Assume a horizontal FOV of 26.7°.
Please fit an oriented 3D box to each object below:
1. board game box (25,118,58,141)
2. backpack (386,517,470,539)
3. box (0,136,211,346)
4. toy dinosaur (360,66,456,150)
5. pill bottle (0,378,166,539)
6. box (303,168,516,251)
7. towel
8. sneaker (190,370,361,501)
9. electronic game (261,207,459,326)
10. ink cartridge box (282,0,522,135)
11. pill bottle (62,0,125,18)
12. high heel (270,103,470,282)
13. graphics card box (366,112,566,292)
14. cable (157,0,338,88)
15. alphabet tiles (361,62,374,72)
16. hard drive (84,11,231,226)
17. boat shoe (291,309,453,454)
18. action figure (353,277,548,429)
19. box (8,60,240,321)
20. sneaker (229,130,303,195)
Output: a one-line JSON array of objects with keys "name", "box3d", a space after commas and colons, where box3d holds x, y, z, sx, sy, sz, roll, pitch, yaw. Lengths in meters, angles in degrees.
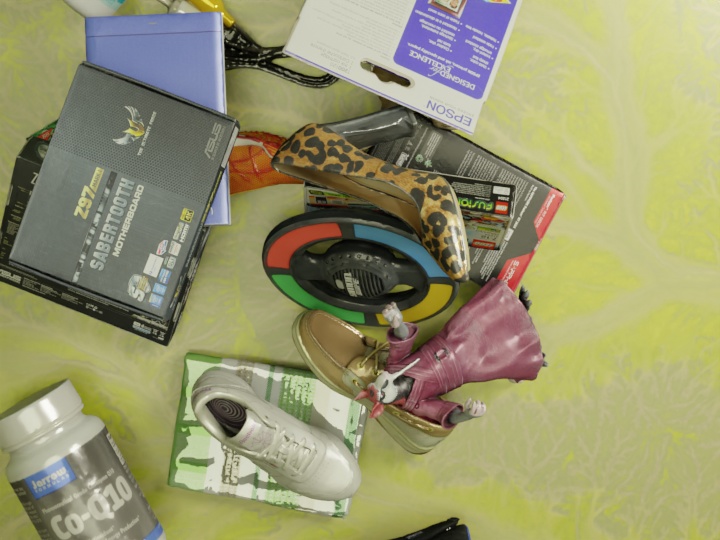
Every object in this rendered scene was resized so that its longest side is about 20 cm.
[{"name": "board game box", "box3d": [-0.238, -0.128, 1.512, 0.199, 0.023, 0.106, -26, 88, 26]}, {"name": "backpack", "box3d": [0.033, 0.372, 1.554, 0.198, 0.163, 0.169, -12, 102, 2]}, {"name": "box", "box3d": [-0.261, -0.027, 1.522, 0.198, 0.044, 0.161, 21, 126, -2]}, {"name": "toy dinosaur", "box3d": [0.053, -0.171, 1.492, 0.100, 0.058, 0.201, 23, 68, 7]}, {"name": "pill bottle", "box3d": [-0.293, 0.221, 1.560, 0.113, 0.114, 0.201, -28, 98, 5]}, {"name": "box", "box3d": [0.045, -0.064, 1.461, 0.198, 0.110, 0.035, 8, 74, 2]}, {"name": "towel", "box3d": [-0.097, 0.171, 1.596, 0.198, 0.031, 0.151, 10, 96, 2]}, {"name": "sneaker", "box3d": [-0.091, 0.178, 1.532, 0.199, 0.100, 0.075, 31, 95, -2]}, {"name": "electronic game", "box3d": [0.000, 0.000, 1.497, 0.198, 0.201, 0.042, 11, 60, -1]}, {"name": "ink cartridge box", "box3d": [0.042, -0.234, 1.452, 0.197, 0.043, 0.201, 24, 60, -3]}, {"name": "pill bottle", "box3d": [-0.228, -0.347, 1.473, 0.111, 0.111, 0.200, 42, 97, -5]}, {"name": "high heel", "box3d": [0.009, -0.055, 1.359, 0.141, 0.072, 0.201, -17, 59, -12]}, {"name": "graphics card box", "box3d": [0.092, -0.072, 1.540, 0.199, 0.051, 0.126, 27, 99, -4]}, {"name": "cable", "box3d": [-0.119, -0.217, 1.521, 0.199, 0.050, 0.098, 25, 99, -2]}, {"name": "alphabet tiles", "box3d": [0.055, -0.290, 1.526, 0.200, 0.015, 0.196, 42, 97, -5]}, {"name": "hard drive", "box3d": [-0.193, -0.142, 1.446, 0.130, 0.025, 0.202, -2, 90, 0]}, {"name": "boat shoe", "box3d": [0.019, 0.104, 1.549, 0.200, 0.074, 0.066, 40, 139, -13]}, {"name": "action figure", "box3d": [0.080, 0.085, 1.501, 0.199, 0.149, 0.135, -25, 86, -10]}, {"name": "box", "box3d": [-0.218, -0.073, 1.407, 0.156, 0.051, 0.202, 21, 89, 1]}, {"name": "sneaker", "box3d": [-0.125, -0.103, 1.535, 0.198, 0.073, 0.078, 8, 102, 10]}]
